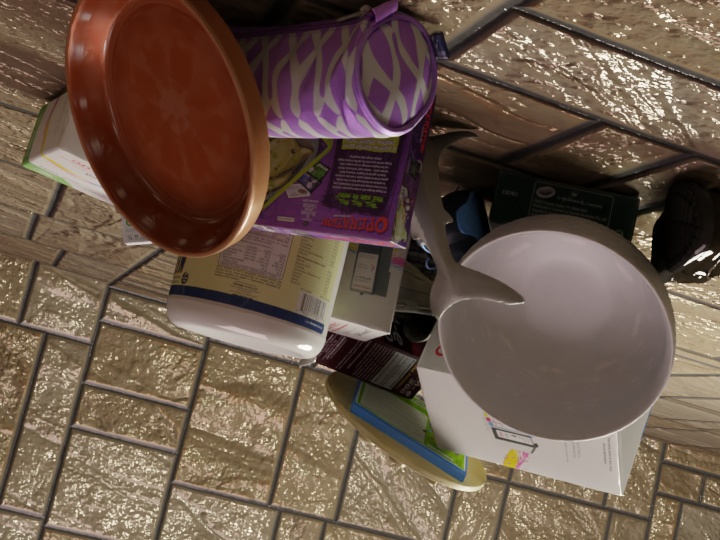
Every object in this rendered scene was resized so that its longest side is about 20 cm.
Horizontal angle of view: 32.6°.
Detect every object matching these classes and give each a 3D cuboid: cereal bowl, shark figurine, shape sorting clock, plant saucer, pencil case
[{"bbox_3d":[0.170,0.041,1.048,0.198,0.202,0.083,12,-153,13],"label":"cereal bowl"},{"bbox_3d":[0.062,-0.071,0.978,0.089,0.215,0.129,-22,134,0],"label":"shark figurine"},{"bbox_3d":[0.047,0.170,1.302,0.199,0.039,0.200,30,-165,-9],"label":"shape sorting clock"},{"bbox_3d":[-0.132,-0.108,0.849,0.199,0.203,0.032,6,-155,43],"label":"plant saucer"},{"bbox_3d":[-0.042,-0.132,0.827,0.198,0.084,0.086,3,128,41],"label":"pencil case"}]

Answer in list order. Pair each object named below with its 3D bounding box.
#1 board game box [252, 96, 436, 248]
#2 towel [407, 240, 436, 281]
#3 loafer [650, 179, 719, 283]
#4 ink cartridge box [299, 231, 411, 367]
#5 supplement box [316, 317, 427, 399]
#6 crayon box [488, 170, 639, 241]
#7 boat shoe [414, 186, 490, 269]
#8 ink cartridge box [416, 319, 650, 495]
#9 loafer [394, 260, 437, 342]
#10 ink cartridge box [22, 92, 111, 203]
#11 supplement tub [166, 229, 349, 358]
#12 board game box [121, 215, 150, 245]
[{"bbox_3d":[-0.040,-0.088,0.963,0.198,0.121,0.032,9,170,35],"label":"board game box"},{"bbox_3d":[0.070,-0.009,1.395,0.198,0.087,0.166,7,162,18],"label":"towel"},{"bbox_3d":[0.284,-0.029,1.011,0.070,0.074,0.200,3,175,6],"label":"loafer"},{"bbox_3d":[0.000,0.000,1.174,0.067,0.202,0.117,15,171,-9],"label":"ink cartridge box"},{"bbox_3d":[-0.016,0.053,1.308,0.199,0.061,0.109,24,-149,-32],"label":"supplement box"},{"bbox_3d":[0.190,-0.033,1.155,0.124,0.052,0.200,12,170,11],"label":"crayon box"},{"bbox_3d":[0.083,-0.043,1.138,0.068,0.085,0.200,-13,168,9],"label":"boat shoe"},{"bbox_3d":[0.178,0.101,1.208,0.198,0.148,0.146,11,141,24],"label":"ink cartridge box"},{"bbox_3d":[0.069,0.045,1.305,0.199,0.071,0.070,25,158,-34],"label":"loafer"},{"bbox_3d":[-0.246,-0.119,1.194,0.116,0.068,0.199,23,168,-24],"label":"ink cartridge box"},{"bbox_3d":[-0.080,-0.035,1.081,0.143,0.202,0.145,13,171,2],"label":"supplement tub"},{"bbox_3d":[-0.171,-0.057,1.351,0.125,0.035,0.200,-4,-174,7],"label":"board game box"}]
